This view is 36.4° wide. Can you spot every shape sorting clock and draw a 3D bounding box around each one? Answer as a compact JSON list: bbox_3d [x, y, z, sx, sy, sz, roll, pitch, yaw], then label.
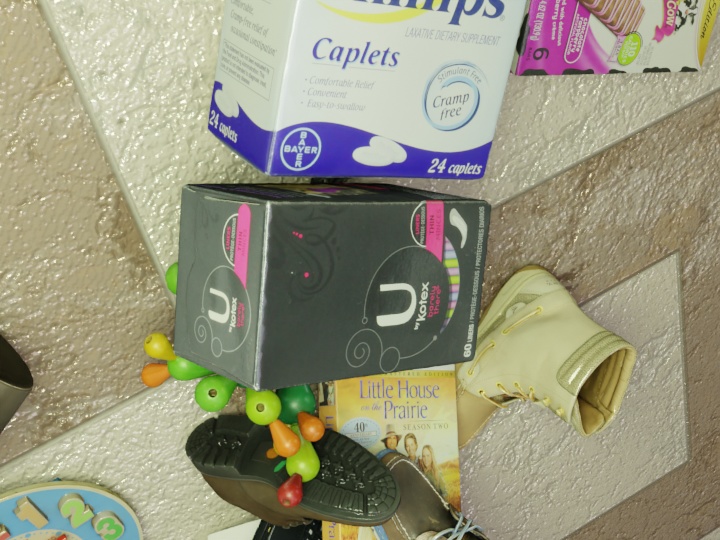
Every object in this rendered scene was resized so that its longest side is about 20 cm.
[{"bbox_3d":[-0.277,0.257,0.914,0.199,0.039,0.201,-15,125,-22],"label":"shape sorting clock"}]

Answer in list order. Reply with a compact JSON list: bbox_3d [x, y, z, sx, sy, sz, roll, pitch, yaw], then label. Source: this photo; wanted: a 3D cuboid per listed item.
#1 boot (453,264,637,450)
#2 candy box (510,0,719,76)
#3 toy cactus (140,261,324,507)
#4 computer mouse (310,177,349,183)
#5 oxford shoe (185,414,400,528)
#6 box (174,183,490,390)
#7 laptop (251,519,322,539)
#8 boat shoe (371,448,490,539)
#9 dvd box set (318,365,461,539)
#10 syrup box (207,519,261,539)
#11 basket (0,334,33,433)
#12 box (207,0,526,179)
[{"bbox_3d":[0.154,0.113,1.007,0.073,0.155,0.200,25,104,-39],"label":"boot"},{"bbox_3d":[0.203,-0.231,0.882,0.199,0.061,0.137,-8,122,-28],"label":"candy box"},{"bbox_3d":[-0.080,0.072,0.867,0.102,0.200,0.165,-38,-178,39],"label":"toy cactus"},{"bbox_3d":[0.000,0.000,0.890,0.140,0.046,0.201,-45,134,-25],"label":"computer mouse"},{"bbox_3d":[-0.048,0.178,0.913,0.073,0.199,0.085,-50,136,-36],"label":"oxford shoe"},{"bbox_3d":[-0.017,0.004,0.769,0.199,0.106,0.123,-4,103,-40],"label":"box"},{"bbox_3d":[-0.001,0.287,0.950,0.103,0.177,0.200,-23,112,27],"label":"laptop"},{"bbox_3d":[0.075,0.236,0.935,0.072,0.072,0.201,-42,107,-36],"label":"boat shoe"},{"bbox_3d":[0.029,0.179,0.977,0.146,0.029,0.201,6,79,-38],"label":"dvd box set"},{"bbox_3d":[-0.054,0.310,1.038,0.081,0.079,0.200,-22,138,27],"label":"syrup box"},{"bbox_3d":[-0.331,0.114,0.734,0.200,0.136,0.180,-48,135,-1],"label":"basket"},{"bbox_3d":[0.008,-0.173,0.763,0.183,0.105,0.201,-2,114,-31],"label":"box"}]
